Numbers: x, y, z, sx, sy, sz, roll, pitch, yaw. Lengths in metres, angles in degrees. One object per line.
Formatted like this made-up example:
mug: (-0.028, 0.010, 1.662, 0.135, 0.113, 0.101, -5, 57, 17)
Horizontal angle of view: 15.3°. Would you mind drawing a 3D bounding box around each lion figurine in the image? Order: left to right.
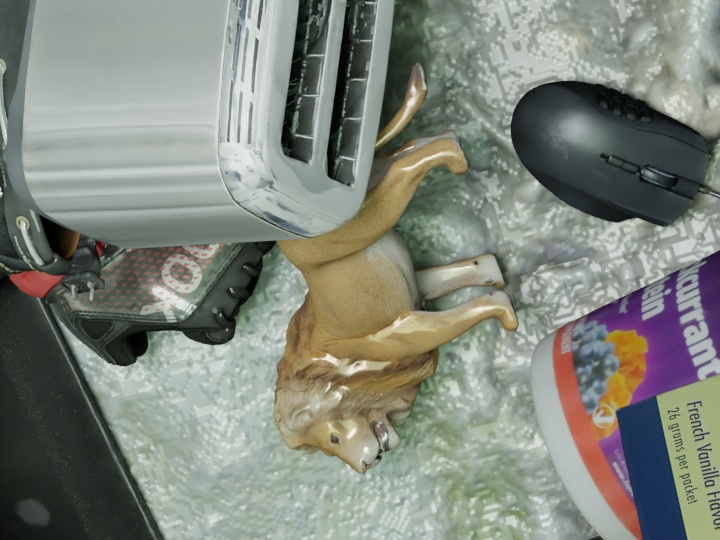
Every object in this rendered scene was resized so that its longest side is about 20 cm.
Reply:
lion figurine: (0.000, 0.000, 1.208, 0.122, 0.073, 0.200, -18, 130, 2)

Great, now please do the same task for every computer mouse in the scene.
computer mouse: (0.161, -0.031, 1.226, 0.199, 0.034, 0.059, 23, 104, 1)

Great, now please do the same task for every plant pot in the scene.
plant pot: (-0.223, 0.141, 1.245, 0.177, 0.200, 0.200, -22, 100, 24)

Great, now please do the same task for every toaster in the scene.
toaster: (-0.066, -0.087, 1.129, 0.129, 0.114, 0.201, 0, 75, 32)

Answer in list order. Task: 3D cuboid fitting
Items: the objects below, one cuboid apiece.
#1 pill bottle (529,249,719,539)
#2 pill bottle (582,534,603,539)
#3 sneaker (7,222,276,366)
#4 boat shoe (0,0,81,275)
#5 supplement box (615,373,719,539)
pill bottle: (0.185, 0.040, 1.185, 0.200, 0.111, 0.112, -27, 99, 22)
pill bottle: (0.119, 0.198, 1.200, 0.112, 0.200, 0.112, 2, 104, 7)
sneaker: (-0.063, -0.024, 1.238, 0.200, 0.071, 0.098, -32, 97, 15)
boat shoe: (-0.138, -0.097, 1.195, 0.067, 0.072, 0.201, 8, 90, 38)
supplement box: (0.239, 0.126, 1.103, 0.199, 0.135, 0.200, -20, 142, 15)
